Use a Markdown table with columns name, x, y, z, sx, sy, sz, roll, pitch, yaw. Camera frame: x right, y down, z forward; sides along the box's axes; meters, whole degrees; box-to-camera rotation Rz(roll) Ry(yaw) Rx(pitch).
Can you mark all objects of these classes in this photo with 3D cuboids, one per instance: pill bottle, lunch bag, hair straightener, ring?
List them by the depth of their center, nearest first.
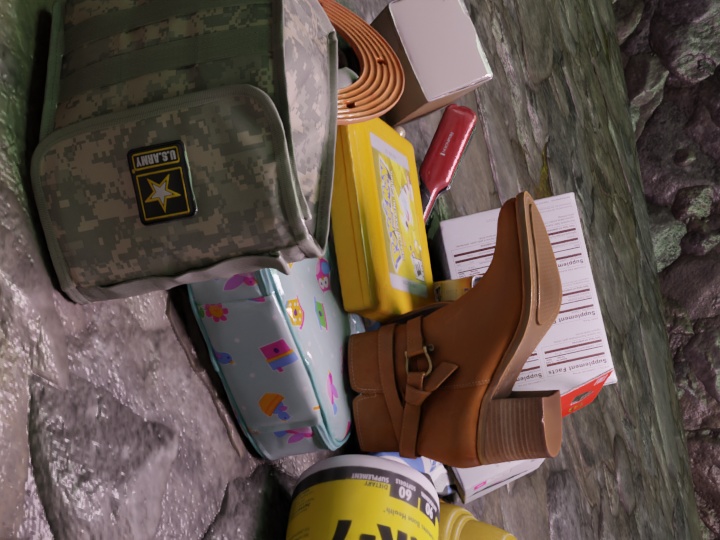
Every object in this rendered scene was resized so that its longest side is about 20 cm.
| name | x | y | z | sx | sy | sz | roll | pitch | yaw |
| --- | --- | --- | --- | --- | --- | --- | --- | --- | --- |
| lunch bag | -0.104 | -0.082 | 0.761 | 0.118 | 0.164 | 0.200 | 54 | 29 | -56 |
| pill bottle | -0.004 | 0.243 | 0.888 | 0.200 | 0.114 | 0.114 | -83 | 151 | -43 |
| lunch bag | -0.055 | 0.025 | 0.934 | 0.160 | 0.077 | 0.200 | -67 | 144 | -57 |
| ring | -0.062 | -0.171 | 0.955 | 0.201 | 0.200 | 0.019 | -73 | -172 | -53 |
| hair straightener | 0.075 | -0.069 | 1.289 | 0.077 | 0.041 | 0.200 | 59 | 48 | -79 |

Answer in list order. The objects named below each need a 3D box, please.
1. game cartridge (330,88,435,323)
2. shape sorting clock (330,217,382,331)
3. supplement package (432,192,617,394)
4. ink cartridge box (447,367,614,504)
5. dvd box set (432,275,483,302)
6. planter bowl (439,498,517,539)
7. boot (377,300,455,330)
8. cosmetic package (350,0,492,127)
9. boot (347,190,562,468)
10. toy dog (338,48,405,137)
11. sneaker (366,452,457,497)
| name | x | y | z | sx | sy | sz | roll | pitch | yaw |
| --- | --- | --- | --- | --- | --- | --- | --- | --- | --- |
| game cartridge | 0.017 | -0.044 | 1.035 | 0.200 | 0.032 | 0.177 | 23 | 58 | -73 |
| shape sorting clock | 0.000 | 0.000 | 1.154 | 0.200 | 0.039 | 0.200 | -14 | 90 | -69 |
| supplement package | 0.171 | 0.037 | 1.347 | 0.191 | 0.147 | 0.200 | 67 | 10 | -86 |
| ink cartridge box | 0.169 | 0.168 | 1.222 | 0.200 | 0.173 | 0.044 | 72 | -8 | -75 |
| dvd box set | 0.090 | 0.079 | 1.094 | 0.200 | 0.029 | 0.147 | 161 | -75 | -80 |
| planter bowl | 0.122 | 0.314 | 1.210 | 0.200 | 0.083 | 0.201 | -13 | 90 | -69 |
| boot | 0.050 | 0.063 | 1.037 | 0.074 | 0.200 | 0.075 | 44 | 55 | -1 |
| cosmetic package | 0.056 | -0.209 | 1.240 | 0.200 | 0.071 | 0.105 | 164 | -97 | -80 |
| boot | 0.065 | 0.044 | 0.915 | 0.074 | 0.155 | 0.200 | 20 | 70 | -63 |
| toy dog | 0.003 | -0.155 | 1.175 | 0.200 | 0.096 | 0.132 | -32 | 107 | -68 |
| sneaker | 0.029 | 0.169 | 1.094 | 0.200 | 0.076 | 0.077 | 34 | 39 | -74 |
